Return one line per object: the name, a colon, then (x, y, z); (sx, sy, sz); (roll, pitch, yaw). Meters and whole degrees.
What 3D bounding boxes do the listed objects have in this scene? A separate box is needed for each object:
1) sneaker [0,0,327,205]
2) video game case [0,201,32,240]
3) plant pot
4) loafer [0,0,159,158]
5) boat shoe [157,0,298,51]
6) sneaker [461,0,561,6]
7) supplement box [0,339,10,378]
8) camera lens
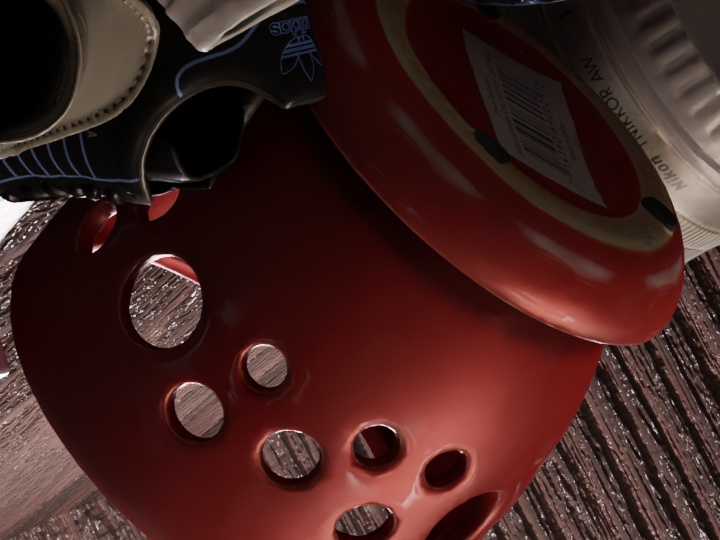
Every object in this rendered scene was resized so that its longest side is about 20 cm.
sneaker: (-0.091, -0.049, 0.909); (0.070, 0.078, 0.200); (-19, 170, -47)
video game case: (-0.219, 0.009, 1.143); (0.143, 0.018, 0.200); (-24, 174, -28)
plant pot: (0.000, 0.000, 0.984); (0.183, 0.200, 0.200); (-49, 164, 25)
loafer: (-0.106, -0.058, 0.757); (0.070, 0.070, 0.200); (19, -166, 22)
boat shoe: (0.011, -0.116, 0.841); (0.200, 0.067, 0.074); (-23, 173, -29)
sneaker: (0.111, -0.151, 0.955); (0.200, 0.075, 0.078); (-26, 177, 11)
supplement box: (-0.244, 0.044, 1.002); (0.200, 0.061, 0.109); (-8, 163, -42)
camera lens: (0.080, -0.063, 1.130); (0.200, 0.160, 0.160); (-30, 173, 30)
